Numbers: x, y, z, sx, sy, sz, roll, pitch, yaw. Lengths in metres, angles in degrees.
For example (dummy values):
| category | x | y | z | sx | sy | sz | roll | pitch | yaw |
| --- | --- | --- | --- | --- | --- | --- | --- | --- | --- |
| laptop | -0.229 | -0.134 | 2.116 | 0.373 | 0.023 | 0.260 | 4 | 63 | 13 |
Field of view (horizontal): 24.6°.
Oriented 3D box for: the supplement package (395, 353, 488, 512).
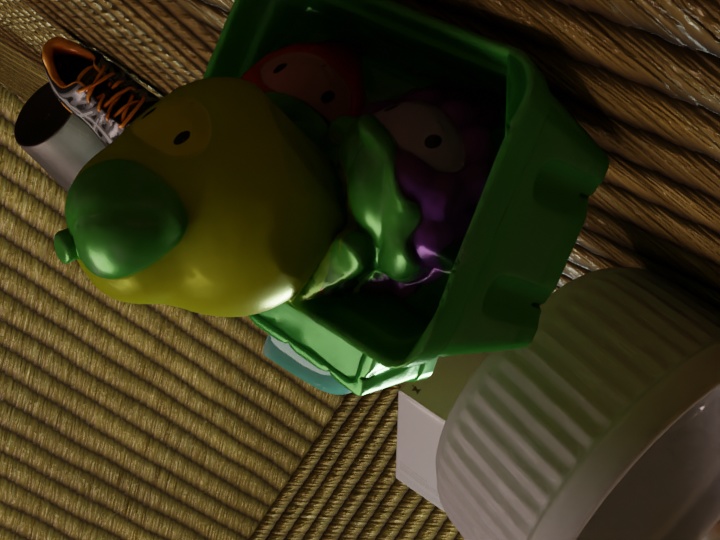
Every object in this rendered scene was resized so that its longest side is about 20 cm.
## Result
| category | x | y | z | sx | sy | sz | roll | pitch | yaw |
| --- | --- | --- | --- | --- | --- | --- | --- | --- | --- |
| supplement package | 0.117 | 0.162 | 1.713 | 0.119 | 0.121 | 0.201 | 33 | 154 | 20 |

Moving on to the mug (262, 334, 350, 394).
| category | x | y | z | sx | sy | sz | roll | pitch | yaw |
| --- | --- | --- | --- | --- | --- | --- | --- | --- | --- |
| mug | -0.008 | 0.041 | 1.730 | 0.114 | 0.186 | 0.152 | 31 | 151 | 6 |

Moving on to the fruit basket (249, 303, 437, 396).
| category | x | y | z | sx | sy | sz | roll | pitch | yaw |
| --- | --- | --- | --- | --- | --- | --- | --- | --- | --- |
| fruit basket | 0.000 | 0.000 | 1.431 | 0.213 | 0.156 | 0.217 | 13 | -144 | -9 |

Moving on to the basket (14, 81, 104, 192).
| category | x | y | z | sx | sy | sz | roll | pitch | yaw |
| --- | --- | --- | --- | --- | --- | --- | --- | --- | --- |
| basket | -0.361 | -0.157 | 2.230 | 0.180 | 0.137 | 0.200 | 25 | 166 | 47 |

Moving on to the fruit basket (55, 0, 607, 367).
| category | x | y | z | sx | sy | sz | roll | pitch | yaw |
| --- | --- | --- | --- | --- | --- | --- | --- | --- | --- |
| fruit basket | -0.027 | -0.047 | 0.703 | 0.214 | 0.157 | 0.216 | 24 | -174 | -3 |

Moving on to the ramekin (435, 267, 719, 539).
| category | x | y | z | sx | sy | sz | roll | pitch | yaw |
| --- | --- | --- | --- | --- | --- | --- | --- | --- | --- |
| ramekin | 0.132 | 0.093 | 0.898 | 0.105 | 0.200 | 0.200 | 42 | 180 | 29 |

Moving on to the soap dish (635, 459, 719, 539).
| category | x | y | z | sx | sy | sz | roll | pitch | yaw |
| --- | --- | --- | --- | --- | --- | --- | --- | --- | --- |
| soap dish | 0.212 | 0.117 | 1.075 | 0.157 | 0.082 | 0.200 | 33 | -176 | 25 |

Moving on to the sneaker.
| category | x | y | z | sx | sy | sz | roll | pitch | yaw |
| --- | --- | --- | --- | --- | --- | --- | --- | --- | --- |
| sneaker | -0.255 | -0.172 | 1.675 | 0.199 | 0.078 | 0.077 | 31 | 165 | 29 |
